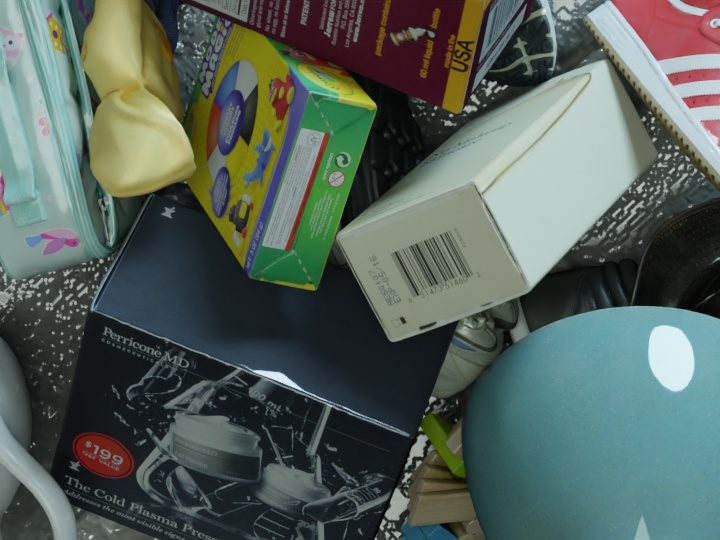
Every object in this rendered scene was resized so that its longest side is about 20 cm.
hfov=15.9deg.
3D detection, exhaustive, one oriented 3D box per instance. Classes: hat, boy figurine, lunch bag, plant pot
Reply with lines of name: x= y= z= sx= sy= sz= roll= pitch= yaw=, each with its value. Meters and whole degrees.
hat: x=0.243 y=0.055 z=1.516 sx=0.200 sy=0.081 sz=0.201 roll=-5 pitch=100 yaw=-27
boy figurine: x=-0.126 y=-0.124 z=1.490 sx=0.064 sy=0.200 sz=0.125 roll=-10 pitch=132 yaw=7
lunch bag: x=-0.185 y=-0.094 z=1.522 sx=0.077 sy=0.160 sz=0.201 roll=-14 pitch=96 yaw=7
plant pot: x=0.156 y=0.139 z=1.431 sx=0.199 sy=0.135 sz=0.201 roll=1 pitch=133 yaw=1

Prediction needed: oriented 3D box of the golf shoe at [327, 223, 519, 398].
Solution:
golf shoe: x=0.000 y=0.000 z=1.565 sx=0.200 sy=0.078 sz=0.097 roll=44 pitch=136 yaw=16

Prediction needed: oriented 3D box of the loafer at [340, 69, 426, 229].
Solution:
loafer: x=-0.007 y=-0.092 z=1.530 sx=0.070 sy=0.068 sz=0.201 roll=-21 pitch=65 yaw=29

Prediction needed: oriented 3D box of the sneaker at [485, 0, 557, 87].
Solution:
sneaker: x=0.076 y=-0.203 z=1.528 sx=0.077 sy=0.086 sz=0.200 roll=-6 pitch=123 yaw=36

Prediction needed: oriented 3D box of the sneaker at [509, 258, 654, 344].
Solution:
sneaker: x=0.166 y=0.084 z=1.563 sx=0.099 sy=0.071 sz=0.201 roll=-23 pitch=92 yaw=13

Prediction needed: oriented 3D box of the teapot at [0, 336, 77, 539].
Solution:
teapot: x=-0.280 y=0.126 z=1.557 sx=0.197 sy=0.200 sz=0.147 roll=-14 pitch=111 yaw=-7

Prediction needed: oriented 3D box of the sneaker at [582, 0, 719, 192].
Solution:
sneaker: x=0.227 y=-0.112 z=1.500 sx=0.112 sy=0.071 sz=0.200 roll=-38 pitch=62 yaw=5

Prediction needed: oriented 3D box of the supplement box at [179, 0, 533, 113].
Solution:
supplement box: x=-0.006 y=-0.183 z=1.451 sx=0.199 sy=0.110 sz=0.086 roll=23 pitch=133 yaw=13

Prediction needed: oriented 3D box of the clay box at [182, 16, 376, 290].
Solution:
clay box: x=-0.057 y=-0.083 z=1.487 sx=0.047 sy=0.200 sz=0.115 roll=10 pitch=110 yaw=-25

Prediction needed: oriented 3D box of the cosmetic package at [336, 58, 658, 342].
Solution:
cosmetic package: x=0.082 y=-0.043 z=1.474 sx=0.103 sy=0.200 sz=0.073 roll=-21 pitch=103 yaw=33

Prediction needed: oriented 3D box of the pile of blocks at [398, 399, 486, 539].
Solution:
pile of blocks: x=0.049 y=0.138 z=1.560 sx=0.082 sy=0.062 sz=0.200 roll=0 pitch=125 yaw=-32

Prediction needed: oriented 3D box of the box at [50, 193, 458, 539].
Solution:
box: x=-0.067 y=0.081 z=1.523 sx=0.199 sy=0.104 sz=0.182 roll=21 pitch=136 yaw=2
